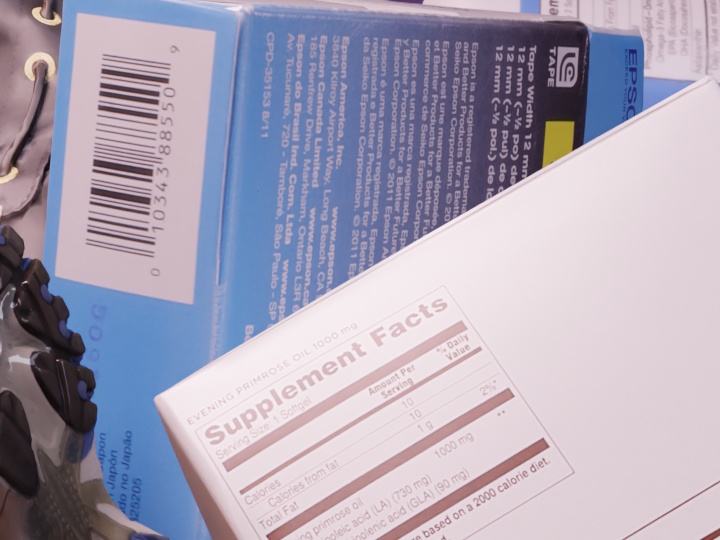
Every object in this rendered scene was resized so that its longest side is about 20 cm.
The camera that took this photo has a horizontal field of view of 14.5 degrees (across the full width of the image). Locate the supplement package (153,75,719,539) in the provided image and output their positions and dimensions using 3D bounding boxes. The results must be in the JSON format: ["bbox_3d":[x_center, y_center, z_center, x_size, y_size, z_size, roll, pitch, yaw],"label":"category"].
[{"bbox_3d":[0.077,0.108,0.635,0.146,0.192,0.200,-30,61,-8],"label":"supplement package"}]

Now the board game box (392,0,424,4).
[{"bbox_3d":[-0.053,-0.140,1.002,0.165,0.057,0.201,4,44,-44],"label":"board game box"}]

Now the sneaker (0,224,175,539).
[{"bbox_3d":[-0.084,0.084,0.654,0.201,0.085,0.077,66,26,-3],"label":"sneaker"}]

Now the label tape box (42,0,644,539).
[{"bbox_3d":[0.000,0.000,0.760,0.066,0.144,0.199,9,8,33],"label":"label tape box"}]

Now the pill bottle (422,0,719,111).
[{"bbox_3d":[0.072,-0.038,0.892,0.198,0.113,0.113,4,36,0],"label":"pill bottle"}]

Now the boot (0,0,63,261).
[{"bbox_3d":[-0.127,-0.037,0.774,0.150,0.073,0.201,18,61,1],"label":"boot"}]
